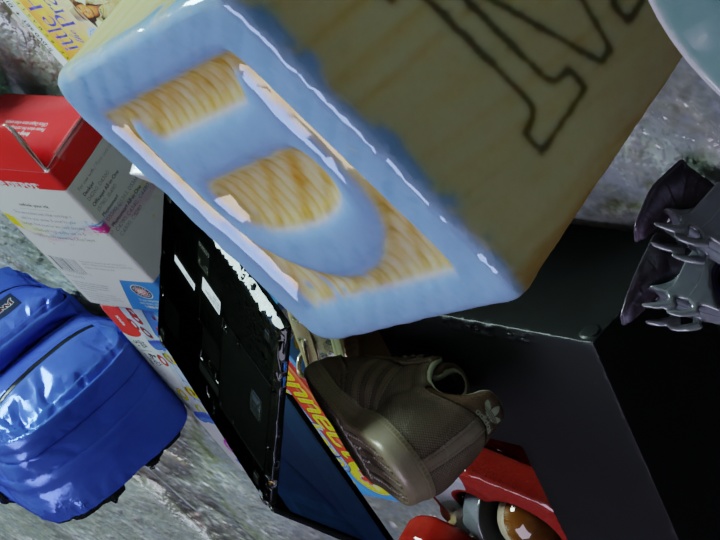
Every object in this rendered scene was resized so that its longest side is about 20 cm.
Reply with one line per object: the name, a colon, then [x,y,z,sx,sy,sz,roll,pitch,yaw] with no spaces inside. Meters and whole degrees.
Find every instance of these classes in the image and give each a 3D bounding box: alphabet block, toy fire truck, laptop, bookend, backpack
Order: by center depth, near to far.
alphabet block: [0.013,-0.110,1.066,0.196,0.200,0.195,45,154,-18]
bookend: [0.122,0.075,1.338,0.198,0.092,0.201,9,135,47]
laptop: [-0.044,0.057,1.349,0.177,0.103,0.201,50,144,47]
toy fire truck: [0.132,0.188,1.540,0.167,0.112,0.200,0,138,46]
backpack: [-0.245,0.098,1.748,0.168,0.163,0.200,53,166,-30]

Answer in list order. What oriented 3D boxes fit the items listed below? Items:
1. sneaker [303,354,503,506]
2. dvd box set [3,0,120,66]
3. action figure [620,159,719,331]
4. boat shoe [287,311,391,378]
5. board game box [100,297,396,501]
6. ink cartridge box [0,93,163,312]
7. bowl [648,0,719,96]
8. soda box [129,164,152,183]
sneaker: [0.027,0.083,1.311,0.071,0.075,0.200,61,172,-19]
dvd box set: [-0.152,-0.176,1.359,0.200,0.029,0.146,-1,136,52]
action figure: [0.237,0.017,1.162,0.199,0.069,0.130,20,142,22]
boat shoe: [-0.011,0.035,1.511,0.063,0.073,0.201,25,143,35]
board game box: [-0.065,0.077,1.657,0.195,0.056,0.200,5,141,48]
ink cartridge box: [-0.196,-0.058,1.561,0.116,0.067,0.200,7,146,46]
bowl: [0.216,-0.132,0.882,0.200,0.105,0.201,28,154,15]
soda box: [-0.045,-0.070,1.344,0.199,0.064,0.068,9,171,45]
